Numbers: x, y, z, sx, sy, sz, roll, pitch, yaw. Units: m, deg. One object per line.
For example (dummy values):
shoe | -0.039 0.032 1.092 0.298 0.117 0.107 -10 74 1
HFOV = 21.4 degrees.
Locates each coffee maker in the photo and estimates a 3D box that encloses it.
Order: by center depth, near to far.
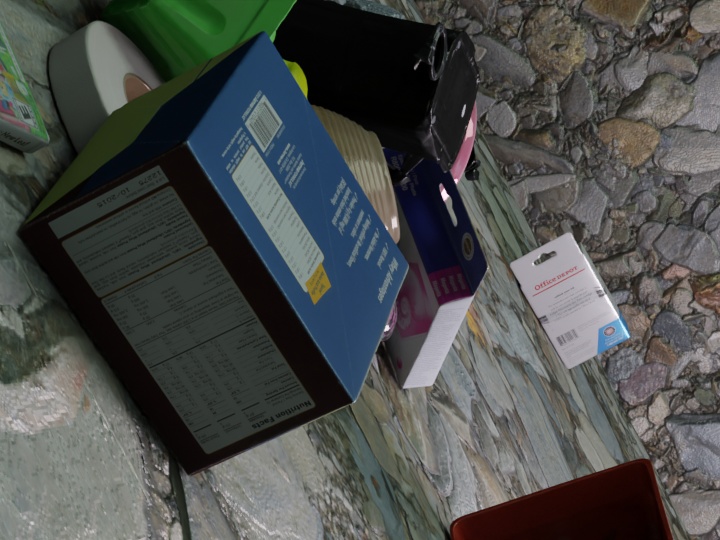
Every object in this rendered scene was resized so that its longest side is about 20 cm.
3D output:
coffee maker | -0.004 -0.190 1.751 0.193 0.199 0.135 83 27 -52

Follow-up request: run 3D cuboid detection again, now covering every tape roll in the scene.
tape roll | -0.164 -0.093 1.445 0.203 0.037 0.203 56 13 -20

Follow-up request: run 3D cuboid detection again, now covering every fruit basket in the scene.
fruit basket | -0.097 -0.176 1.542 0.215 0.156 0.216 33 -9 6

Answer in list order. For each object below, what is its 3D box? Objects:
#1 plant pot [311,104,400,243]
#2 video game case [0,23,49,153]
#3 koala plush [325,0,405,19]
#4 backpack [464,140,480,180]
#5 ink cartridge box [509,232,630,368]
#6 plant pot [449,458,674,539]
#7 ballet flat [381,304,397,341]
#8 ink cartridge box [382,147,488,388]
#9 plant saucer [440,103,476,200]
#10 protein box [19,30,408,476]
plant pot | -0.020 -0.062 1.684 0.201 0.092 0.202 168 -90 -86
video game case | -0.278 -0.181 1.199 0.201 0.022 0.182 66 13 17
koala plush | -0.044 -0.205 1.964 0.199 0.184 0.177 27 14 -39
backpack | 0.079 -0.195 2.478 0.200 0.126 0.168 -73 145 -75
ink cartridge box | 0.328 0.038 3.011 0.201 0.116 0.068 59 11 -14
plant pot | 0.208 0.321 1.738 0.200 0.199 0.177 -93 163 -63
ballet flat | 0.000 0.000 1.869 0.200 0.069 0.071 -104 179 -54
ink cartridge box | 0.051 -0.018 1.895 0.200 0.043 0.197 110 -33 -50
plant saucer | 0.038 -0.138 2.040 0.051 0.200 0.201 24 34 -38
protein box | -0.088 -0.015 1.266 0.201 0.134 0.199 58 24 -18
